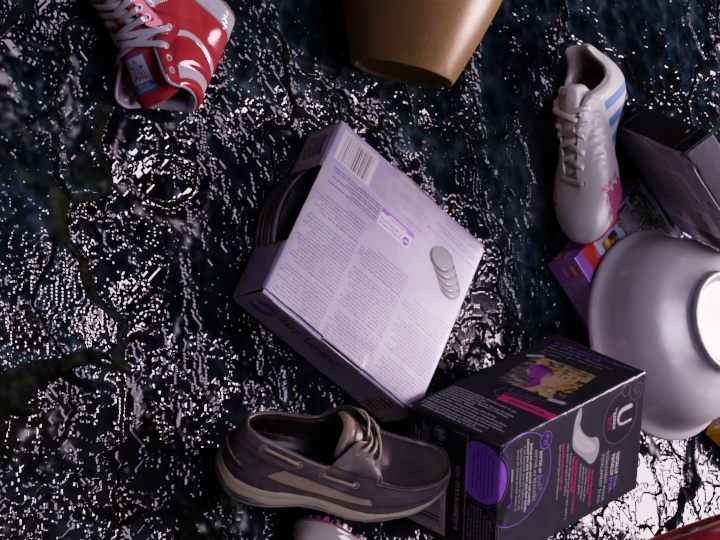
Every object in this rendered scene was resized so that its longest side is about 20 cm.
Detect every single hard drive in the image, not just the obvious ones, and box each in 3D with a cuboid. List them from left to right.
[{"bbox_3d":[0.315,-0.082,1.944,0.038,0.200,0.140,-37,109,-4],"label":"hard drive"}]

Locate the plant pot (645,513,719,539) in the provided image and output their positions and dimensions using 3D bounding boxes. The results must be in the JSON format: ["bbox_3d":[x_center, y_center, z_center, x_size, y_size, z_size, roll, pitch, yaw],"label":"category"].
[{"bbox_3d":[0.328,0.318,1.857,0.200,0.200,0.183,-13,79,-42],"label":"plant pot"}]

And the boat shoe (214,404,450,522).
[{"bbox_3d":[-0.014,0.151,1.635,0.199,0.073,0.075,3,45,-24],"label":"boat shoe"}]

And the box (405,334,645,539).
[{"bbox_3d":[0.142,0.152,1.764,0.200,0.106,0.123,-21,122,-42],"label":"box"}]

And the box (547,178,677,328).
[{"bbox_3d":[0.275,0.032,1.977,0.137,0.039,0.200,-46,110,-38],"label":"box"}]

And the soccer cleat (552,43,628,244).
[{"bbox_3d":[0.206,-0.122,1.930,0.086,0.070,0.201,44,45,-45],"label":"soccer cleat"}]

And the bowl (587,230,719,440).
[{"bbox_3d":[0.312,0.054,1.917,0.201,0.090,0.202,10,74,-38],"label":"bowl"}]

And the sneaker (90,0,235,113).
[{"bbox_3d":[-0.187,-0.201,1.612,0.200,0.071,0.113,34,57,-33],"label":"sneaker"}]

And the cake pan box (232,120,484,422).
[{"bbox_3d":[0.000,0.000,1.741,0.200,0.052,0.185,39,55,-28],"label":"cake pan box"}]

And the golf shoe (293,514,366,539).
[{"bbox_3d":[0.010,0.282,1.675,0.200,0.075,0.092,37,66,-19],"label":"golf shoe"}]

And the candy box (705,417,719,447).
[{"bbox_3d":[0.430,0.182,2.085,0.200,0.026,0.102,43,52,-25],"label":"candy box"}]

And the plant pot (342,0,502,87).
[{"bbox_3d":[0.057,-0.267,1.784,0.186,0.186,0.201,17,82,-37],"label":"plant pot"}]
